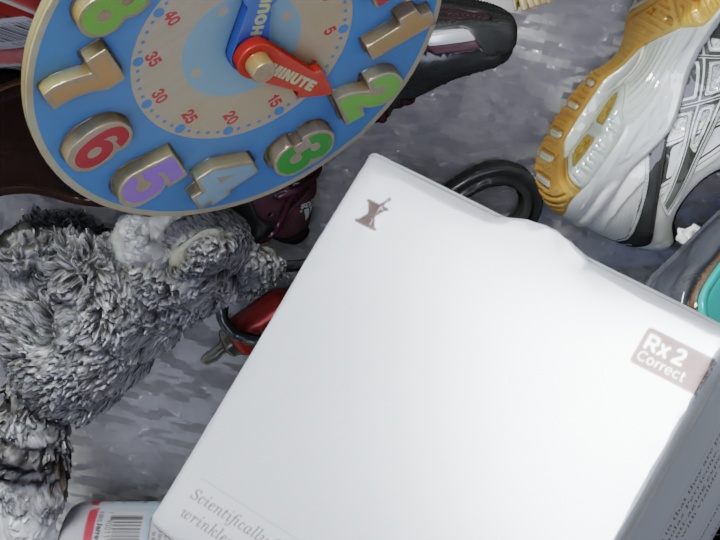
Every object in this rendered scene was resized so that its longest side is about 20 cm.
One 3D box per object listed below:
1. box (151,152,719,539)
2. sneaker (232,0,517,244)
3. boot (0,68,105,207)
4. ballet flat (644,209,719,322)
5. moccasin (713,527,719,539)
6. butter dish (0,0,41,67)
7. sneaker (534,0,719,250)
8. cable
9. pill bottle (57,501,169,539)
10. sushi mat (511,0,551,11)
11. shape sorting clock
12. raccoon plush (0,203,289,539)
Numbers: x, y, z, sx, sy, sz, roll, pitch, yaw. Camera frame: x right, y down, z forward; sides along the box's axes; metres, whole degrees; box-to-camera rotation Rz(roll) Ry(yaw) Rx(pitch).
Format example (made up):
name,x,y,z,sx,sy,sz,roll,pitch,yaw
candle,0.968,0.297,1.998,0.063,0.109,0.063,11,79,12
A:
name,x,y,z,sx,sy,sz,roll,pitch,yaw
box,0.051,0.089,0.815,0.198,0.131,0.201,28,81,29
sneaker,-0.014,-0.073,0.915,0.198,0.076,0.117,-4,109,13
boot,-0.151,-0.079,0.889,0.198,0.097,0.075,-9,121,6
ballet flat,0.208,-0.024,0.907,0.200,0.073,0.073,-42,103,-27
moccasin,0.109,0.106,0.907,0.197,0.068,0.081,1,106,2
butter dish,-0.172,-0.179,0.819,0.198,0.199,0.150,1,82,30
sneaker,0.173,-0.101,0.907,0.087,0.076,0.201,29,106,-22
cable,0.000,0.000,0.948,0.200,0.050,0.097,-44,105,1
pill bottle,-0.057,0.177,0.952,0.197,0.109,0.110,0,104,2
sushi mat,0.087,-0.234,0.869,0.095,0.012,0.202,-25,108,-30
shape sorting clock,-0.051,-0.098,0.785,0.198,0.039,0.201,-23,142,-19
raccoon plush,-0.109,0.048,0.903,0.133,0.097,0.202,7,103,29
